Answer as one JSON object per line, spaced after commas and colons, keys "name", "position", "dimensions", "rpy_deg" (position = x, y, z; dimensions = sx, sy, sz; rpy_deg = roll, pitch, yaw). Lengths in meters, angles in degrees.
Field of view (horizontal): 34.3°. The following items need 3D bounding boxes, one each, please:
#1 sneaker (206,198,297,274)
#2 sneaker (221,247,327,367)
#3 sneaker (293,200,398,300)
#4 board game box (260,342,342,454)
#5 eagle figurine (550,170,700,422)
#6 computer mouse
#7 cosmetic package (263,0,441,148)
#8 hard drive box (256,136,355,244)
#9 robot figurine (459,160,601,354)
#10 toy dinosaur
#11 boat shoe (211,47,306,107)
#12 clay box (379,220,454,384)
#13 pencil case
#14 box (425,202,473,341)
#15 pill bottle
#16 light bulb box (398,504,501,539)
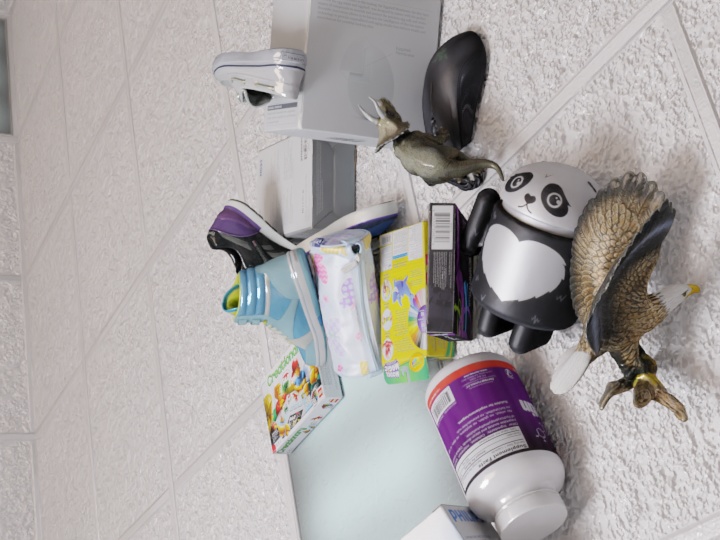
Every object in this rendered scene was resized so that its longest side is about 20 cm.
{"name": "sneaker", "position": [-0.145, -0.012, 1.759], "dimensions": [0.088, 0.200, 0.076], "rpy_deg": [-58, 13, -23]}
{"name": "sneaker", "position": [-0.119, 0.063, 1.605], "dimensions": [0.080, 0.130, 0.201], "rpy_deg": [-108, 5, -53]}
{"name": "sneaker", "position": [0.000, 0.000, 1.642], "dimensions": [0.199, 0.080, 0.147], "rpy_deg": [-27, 84, 39]}
{"name": "board game box", "position": [-0.094, 0.185, 1.806], "dimensions": [0.200, 0.034, 0.127], "rpy_deg": [-51, 44, 46]}
{"name": "eagle figurine", "position": [0.250, 0.022, 1.096], "dimensions": [0.151, 0.151, 0.201], "rpy_deg": [3, 118, 48]}
{"name": "computer mouse", "position": [0.111, -0.204, 1.472], "dimensions": [0.138, 0.052, 0.202], "rpy_deg": [17, 101, 61]}
{"name": "cosmetic package", "position": [-0.011, -0.273, 1.549], "dimensions": [0.123, 0.198, 0.202], "rpy_deg": [9, 94, 61]}
{"name": "hard drive box", "position": [-0.087, -0.123, 1.792], "dimensions": [0.200, 0.076, 0.157], "rpy_deg": [-11, 77, 60]}
{"name": "robot figurine", "position": [0.187, -0.015, 1.232], "dimensions": [0.125, 0.149, 0.201], "rpy_deg": [-95, 19, -69]}
{"name": "toy dinosaur", "position": [0.085, -0.132, 1.394], "dimensions": [0.200, 0.102, 0.077], "rpy_deg": [43, 123, 37]}
{"name": "boat shoe", "position": [-0.138, -0.242, 1.492], "dimensions": [0.200, 0.073, 0.067], "rpy_deg": [6, 89, 61]}
{"name": "clay box", "position": [0.072, 0.045, 1.513], "dimensions": [0.115, 0.047, 0.202], "rpy_deg": [-15, 74, 60]}
{"name": "pencil case", "position": [-0.010, 0.043, 1.570], "dimensions": [0.090, 0.083, 0.201], "rpy_deg": [10, 115, 48]}
{"name": "box", "position": [0.106, 0.007, 1.352], "dimensions": [0.200, 0.036, 0.144], "rpy_deg": [28, -118, -78]}
{"name": "pill bottle", "position": [0.152, 0.196, 1.282], "dimensions": [0.113, 0.112, 0.201], "rpy_deg": [-61, 38, 37]}
{"name": "light bulb box", "position": [0.090, 0.387, 1.232], "dimensions": [0.198, 0.125, 0.200], "rpy_deg": [-42, 63, 12]}
